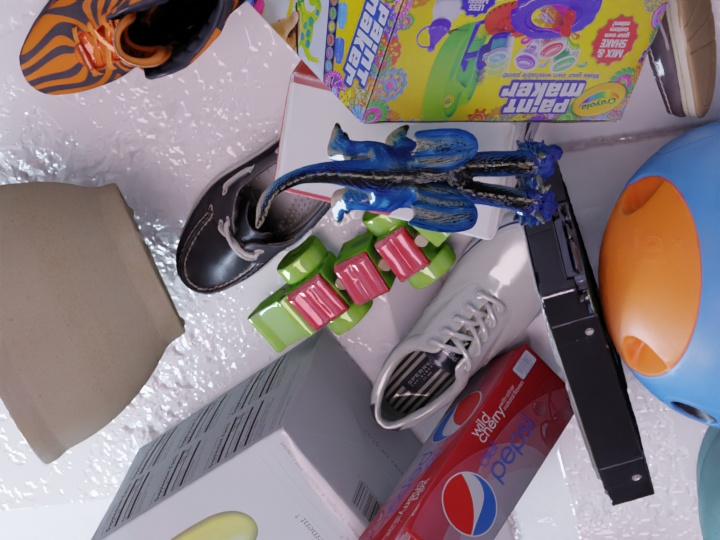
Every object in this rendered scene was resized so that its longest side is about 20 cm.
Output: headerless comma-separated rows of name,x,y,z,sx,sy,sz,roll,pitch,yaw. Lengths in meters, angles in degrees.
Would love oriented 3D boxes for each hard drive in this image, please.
hard drive,0.148,0.041,1.566,0.038,0.140,0.201,-16,130,7

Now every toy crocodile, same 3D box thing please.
toy crocodile,0.000,0.000,1.656,0.199,0.062,0.068,-30,107,27

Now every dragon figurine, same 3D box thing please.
dragon figurine,0.034,-0.053,1.345,0.099,0.199,0.059,6,96,42

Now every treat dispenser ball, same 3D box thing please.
treat dispenser ball,0.253,0.003,1.508,0.199,0.201,0.202,6,119,11

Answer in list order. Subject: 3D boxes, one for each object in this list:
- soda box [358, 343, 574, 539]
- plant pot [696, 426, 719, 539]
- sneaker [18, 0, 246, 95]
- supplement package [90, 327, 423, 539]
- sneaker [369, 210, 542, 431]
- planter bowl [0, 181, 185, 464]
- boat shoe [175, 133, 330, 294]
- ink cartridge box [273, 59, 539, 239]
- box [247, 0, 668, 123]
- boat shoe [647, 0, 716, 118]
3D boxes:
soda box,0.072,0.148,1.634,0.063,0.200,0.070,45,146,-11
plant pot,0.327,0.185,1.627,0.198,0.134,0.202,6,120,11
sneaker,-0.164,-0.163,1.582,0.199,0.112,0.078,-27,108,26
supplement package,-0.056,0.192,1.725,0.199,0.147,0.192,-33,106,26
sneaker,0.077,0.042,1.652,0.073,0.071,0.200,33,119,-4
planter bowl,-0.207,0.019,1.664,0.134,0.200,0.201,-25,111,-4
boat shoe,-0.066,-0.042,1.651,0.200,0.060,0.074,-37,104,28
ink cartridge box,0.040,-0.111,1.507,0.143,0.200,0.084,13,117,7
box,0.051,-0.188,1.416,0.199,0.193,0.123,-3,126,-35
boat shoe,0.181,-0.193,1.502,0.064,0.072,0.201,-8,112,24
